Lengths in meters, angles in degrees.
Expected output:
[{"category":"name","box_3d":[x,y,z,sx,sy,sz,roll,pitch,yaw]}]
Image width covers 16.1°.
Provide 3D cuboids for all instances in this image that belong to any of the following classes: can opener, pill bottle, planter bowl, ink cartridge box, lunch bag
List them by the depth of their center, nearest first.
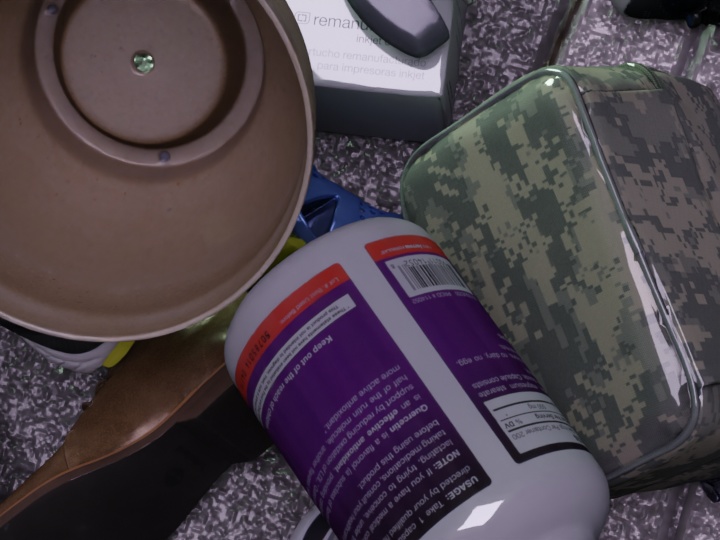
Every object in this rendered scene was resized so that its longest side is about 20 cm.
[{"category":"pill bottle","box_3d":[0.032,0.081,1.117,0.112,0.112,0.200,-33,65,-3]},{"category":"planter bowl","box_3d":[-0.111,-0.083,1.170,0.200,0.135,0.201,2,110,7]},{"category":"lunch bag","box_3d":[0.135,0.009,1.204,0.139,0.168,0.200,-34,71,42]},{"category":"can opener","box_3d":[-0.013,-0.195,1.219,0.066,0.053,0.200,-35,77,-2]},{"category":"ink cartridge box","box_3d":[-0.015,-0.177,1.286,0.145,0.088,0.200,7,77,6]}]

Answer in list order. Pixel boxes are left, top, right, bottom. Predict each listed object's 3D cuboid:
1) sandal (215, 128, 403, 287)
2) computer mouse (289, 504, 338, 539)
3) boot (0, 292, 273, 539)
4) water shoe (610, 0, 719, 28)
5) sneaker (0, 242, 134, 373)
[{"category":"sandal","box_3d":[0.000,0.000,1.260,0.087,0.080,0.200,-35,81,-19]},{"category":"computer mouse","box_3d":[0.058,0.165,1.159,0.200,0.044,0.110,29,71,18]},{"category":"boot","box_3d":[-0.115,0.086,1.261,0.200,0.074,0.075,-36,48,1]},{"category":"water shoe","box_3d":[0.226,-0.133,1.268,0.200,0.072,0.079,-7,80,3]},{"category":"sneaker","box_3d":[-0.198,-0.022,1.260,0.200,0.085,0.075,25,81,19]}]
